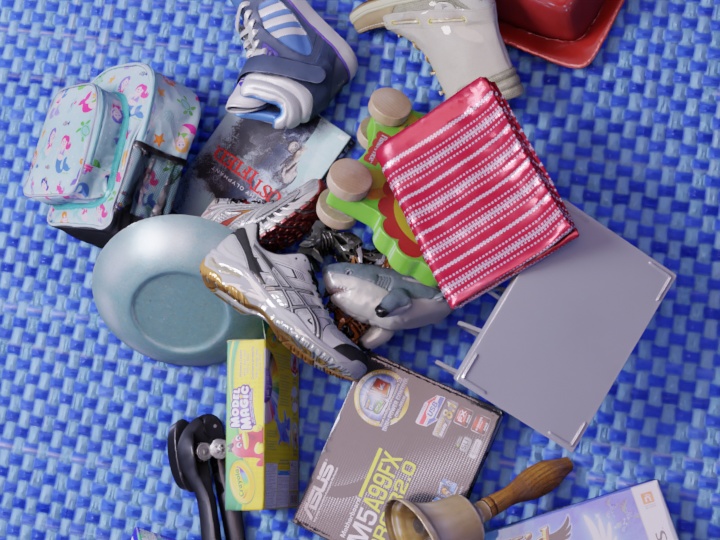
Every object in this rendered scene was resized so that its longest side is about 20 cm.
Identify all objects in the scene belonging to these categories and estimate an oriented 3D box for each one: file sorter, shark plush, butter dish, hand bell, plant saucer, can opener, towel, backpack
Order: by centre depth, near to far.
[{"bbox_3d":[0.107,-0.079,1.098,0.144,0.022,0.200,-32,62,14],"label":"towel"},{"bbox_3d":[0.134,0.235,1.127,0.199,0.104,0.104,-21,74,-25],"label":"hand bell"},{"bbox_3d":[0.186,0.049,1.132,0.139,0.125,0.200,32,88,-12],"label":"file sorter"},{"bbox_3d":[0.064,0.009,1.172,0.199,0.091,0.084,-18,65,-11],"label":"shark plush"},{"bbox_3d":[0.193,-0.350,1.204,0.199,0.148,0.200,26,86,15],"label":"butter dish"},{"bbox_3d":[-0.191,0.035,1.208,0.200,0.039,0.202,1,124,1],"label":"plant saucer"},{"bbox_3d":[-0.156,0.254,1.226,0.063,0.079,0.201,-13,80,-27],"label":"can opener"},{"bbox_3d":[-0.272,-0.133,1.256,0.177,0.150,0.201,6,71,50],"label":"backpack"}]

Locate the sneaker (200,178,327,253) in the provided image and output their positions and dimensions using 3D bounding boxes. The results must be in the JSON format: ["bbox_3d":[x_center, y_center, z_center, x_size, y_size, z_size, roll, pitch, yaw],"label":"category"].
[{"bbox_3d":[-0.129,-0.054,1.236,0.199,0.078,0.082,-26,75,8],"label":"sneaker"}]

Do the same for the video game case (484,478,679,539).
[{"bbox_3d":[0.233,0.325,1.130,0.199,0.045,0.182,-20,76,8],"label":"video game case"}]

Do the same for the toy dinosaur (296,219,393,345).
[{"bbox_3d":[0.000,0.000,1.227,0.135,0.102,0.200,31,59,1],"label":"toy dinosaur"}]

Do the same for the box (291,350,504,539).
[{"bbox_3d":[0.041,0.208,1.191,0.160,0.044,0.201,24,86,14],"label":"box"}]

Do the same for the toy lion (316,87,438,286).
[{"bbox_3d":[0.064,-0.080,1.194,0.191,0.069,0.200,26,51,0],"label":"toy lion"}]

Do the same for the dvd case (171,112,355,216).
[{"bbox_3d":[-0.121,-0.108,1.294,0.146,0.022,0.200,36,91,16],"label":"dvd case"}]

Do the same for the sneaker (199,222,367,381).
[{"bbox_3d":[-0.063,0.027,1.128,0.200,0.076,0.088,38,72,5],"label":"sneaker"}]

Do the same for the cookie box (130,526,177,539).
[{"bbox_3d":[-0.134,0.333,1.107,0.199,0.171,0.075,22,87,-14],"label":"cookie box"}]

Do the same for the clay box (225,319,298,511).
[{"bbox_3d":[-0.103,0.151,1.196,0.047,0.115,0.201,-4,79,14],"label":"clay box"}]

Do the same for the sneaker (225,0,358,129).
[{"bbox_3d":[-0.116,-0.244,1.264,0.200,0.081,0.146,42,64,10],"label":"sneaker"}]

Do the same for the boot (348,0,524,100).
[{"bbox_3d":[0.081,-0.242,1.240,0.200,0.072,0.155,-3,114,47],"label":"boot"}]
